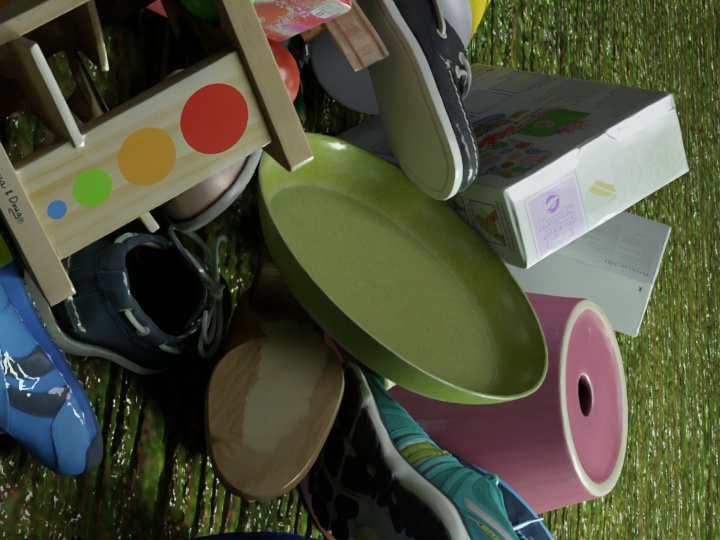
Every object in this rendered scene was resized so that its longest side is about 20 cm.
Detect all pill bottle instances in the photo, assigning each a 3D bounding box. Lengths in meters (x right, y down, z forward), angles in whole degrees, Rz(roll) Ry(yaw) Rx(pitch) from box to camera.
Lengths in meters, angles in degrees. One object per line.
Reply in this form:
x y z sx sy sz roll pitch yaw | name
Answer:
0.032 -0.194 1.229 0.112 0.111 0.200 68 29 -28 | pill bottle

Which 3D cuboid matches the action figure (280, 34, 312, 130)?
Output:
-0.055 -0.154 1.115 0.118 0.054 0.202 -36 122 -75 | action figure

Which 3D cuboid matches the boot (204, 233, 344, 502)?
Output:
-0.052 0.087 0.979 0.202 0.070 0.145 -84 -175 -48 | boot

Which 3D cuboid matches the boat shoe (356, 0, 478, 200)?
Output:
0.035 -0.129 1.069 0.201 0.060 0.074 63 -30 34 | boat shoe

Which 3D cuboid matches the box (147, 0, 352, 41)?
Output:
-0.101 -0.204 0.930 0.199 0.095 0.100 22 64 -39 | box

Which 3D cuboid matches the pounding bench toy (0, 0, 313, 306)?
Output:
-0.127 -0.122 0.793 0.124 0.155 0.201 43 -21 54 | pounding bench toy

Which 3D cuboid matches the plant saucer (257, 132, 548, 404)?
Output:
0.018 0.004 0.979 0.199 0.031 0.200 31 27 -18 | plant saucer

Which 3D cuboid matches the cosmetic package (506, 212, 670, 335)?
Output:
0.112 -0.022 1.251 0.083 0.199 0.051 -57 163 -56 | cosmetic package

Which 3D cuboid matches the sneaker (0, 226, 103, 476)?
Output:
-0.184 0.037 0.822 0.078 0.066 0.201 -39 137 -19 | sneaker

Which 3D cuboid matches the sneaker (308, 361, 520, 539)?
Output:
0.031 0.122 0.929 0.079 0.200 0.078 7 118 -32 | sneaker

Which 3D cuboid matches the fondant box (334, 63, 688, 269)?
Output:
0.089 -0.073 1.141 0.144 0.200 0.059 -30 115 -26 | fondant box

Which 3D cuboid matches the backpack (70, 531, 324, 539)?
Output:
-0.044 0.223 0.930 0.200 0.167 0.164 14 79 -63 | backpack

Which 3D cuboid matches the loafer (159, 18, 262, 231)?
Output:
-0.095 -0.092 0.988 0.063 0.072 0.200 49 20 -24 | loafer

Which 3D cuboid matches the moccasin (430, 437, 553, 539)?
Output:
0.035 0.147 1.076 0.199 0.081 0.068 35 21 -9 | moccasin

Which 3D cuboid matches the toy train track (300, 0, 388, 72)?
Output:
0.016 -0.187 1.033 0.115 0.199 0.033 57 -12 29 | toy train track

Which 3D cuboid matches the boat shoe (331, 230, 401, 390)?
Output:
0.000 0.001 1.064 0.201 0.066 0.072 -127 -160 -58 | boat shoe

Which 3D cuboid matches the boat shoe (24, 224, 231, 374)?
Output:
-0.108 0.012 0.949 0.200 0.061 0.075 25 56 -68 | boat shoe

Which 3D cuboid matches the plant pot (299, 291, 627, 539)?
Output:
0.074 0.091 1.178 0.200 0.178 0.202 22 66 -61 | plant pot
